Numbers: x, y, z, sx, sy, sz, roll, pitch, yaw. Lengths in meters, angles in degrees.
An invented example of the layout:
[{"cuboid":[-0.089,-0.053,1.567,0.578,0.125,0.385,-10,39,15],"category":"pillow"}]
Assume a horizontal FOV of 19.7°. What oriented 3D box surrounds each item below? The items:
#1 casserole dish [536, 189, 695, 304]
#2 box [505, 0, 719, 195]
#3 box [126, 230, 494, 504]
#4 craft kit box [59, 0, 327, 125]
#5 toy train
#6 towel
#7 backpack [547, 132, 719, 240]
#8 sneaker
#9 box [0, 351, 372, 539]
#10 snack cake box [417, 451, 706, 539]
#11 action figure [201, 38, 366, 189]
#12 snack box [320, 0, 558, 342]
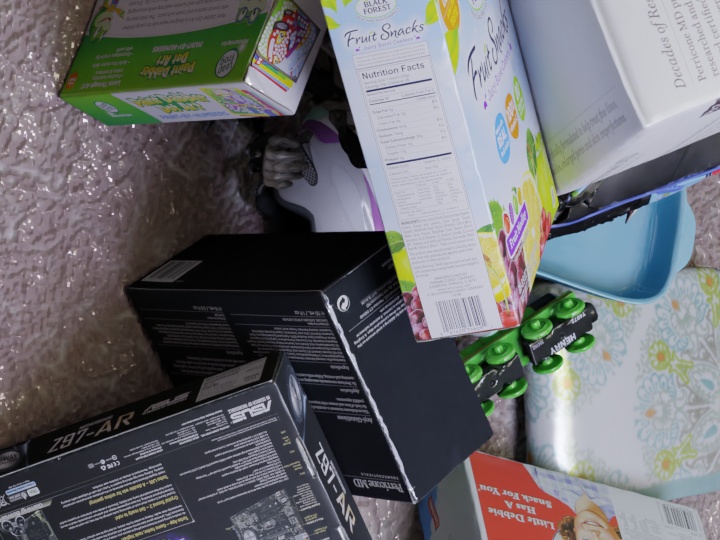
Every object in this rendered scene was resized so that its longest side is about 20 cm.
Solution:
[{"cuboid":[0.142,-0.046,1.453,0.199,0.039,0.122,18,72,-20],"category":"casserole dish"},{"cuboid":[0.153,-0.171,1.198,0.130,0.199,0.201,-20,85,-12],"category":"box"},{"cuboid":[-0.033,0.054,1.245,0.079,0.199,0.142,-34,111,-34],"category":"box"},{"cuboid":[-0.077,-0.183,1.206,0.048,0.199,0.199,32,73,-34],"category":"craft kit box"},{"cuboid":[0.074,0.072,1.402,0.199,0.056,0.042,-32,119,-20],"category":"toy train"},{"cuboid":[0.197,0.087,1.525,0.199,0.048,0.173,-5,92,-38],"category":"towel"},{"cuboid":[0.156,-0.122,1.364,0.199,0.135,0.184,-19,84,-16],"category":"backpack"},{"cuboid":[0.000,0.000,1.356,0.200,0.078,0.140,50,64,-17],"category":"sneaker"},{"cuboid":[-0.104,0.153,1.209,0.044,0.199,0.161,-76,143,-67],"category":"box"},{"cuboid":[0.146,0.203,1.410,0.199,0.067,0.116,17,38,-23],"category":"snack cake box"},{"cuboid":[-0.025,-0.110,1.265,0.199,0.102,0.120,22,103,-8],"category":"action figure"},{"cuboid":[0.049,-0.088,1.153,0.169,0.067,0.201,-64,140,-62],"category":"snack box"}]
